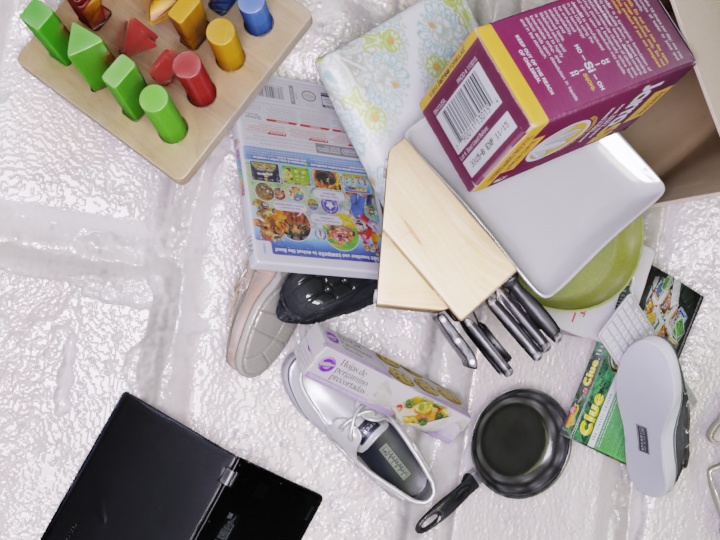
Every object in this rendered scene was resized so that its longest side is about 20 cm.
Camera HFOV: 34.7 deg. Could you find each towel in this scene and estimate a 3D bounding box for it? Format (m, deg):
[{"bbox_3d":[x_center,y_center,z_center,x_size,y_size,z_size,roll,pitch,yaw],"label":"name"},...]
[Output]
[{"bbox_3d":[0.062,-0.167,1.125,0.200,0.048,0.172,-36,104,-33],"label":"towel"}]

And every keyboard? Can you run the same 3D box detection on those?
[{"bbox_3d":[0.300,0.103,1.196,0.056,0.011,0.200,-53,129,-17],"label":"keyboard"}]

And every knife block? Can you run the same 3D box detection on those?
[{"bbox_3d":[0.101,-0.008,1.031,0.174,0.064,0.201,4,86,-1],"label":"knife block"}]

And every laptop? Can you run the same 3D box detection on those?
[{"bbox_3d":[-0.174,0.253,1.120,0.200,0.116,0.188,34,82,-42],"label":"laptop"}]

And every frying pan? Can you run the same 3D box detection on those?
[{"bbox_3d":[0.145,0.210,1.191,0.115,0.031,0.191,33,84,-15],"label":"frying pan"}]

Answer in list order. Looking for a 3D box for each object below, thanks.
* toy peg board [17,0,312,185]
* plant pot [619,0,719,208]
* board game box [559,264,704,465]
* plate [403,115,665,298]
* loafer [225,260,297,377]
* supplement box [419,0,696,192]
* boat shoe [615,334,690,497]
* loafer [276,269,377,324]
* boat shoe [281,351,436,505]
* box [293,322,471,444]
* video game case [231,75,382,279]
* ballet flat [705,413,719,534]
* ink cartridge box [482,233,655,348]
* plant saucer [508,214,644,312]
[{"bbox_3d":[-0.181,-0.221,1.027,0.200,0.098,0.200,36,82,10],"label":"toy peg board"},{"bbox_3d":[0.329,-0.190,1.156,0.176,0.200,0.201,-27,98,-27],"label":"plant pot"},{"bbox_3d":[0.288,0.098,1.218,0.104,0.023,0.201,28,83,-32],"label":"board game box"},{"bbox_3d":[0.163,-0.096,1.089,0.200,0.032,0.200,-38,84,-29],"label":"plate"},{"bbox_3d":[-0.085,0.004,1.119,0.072,0.063,0.201,30,83,-56],"label":"loafer"},{"bbox_3d":[0.174,-0.167,1.032,0.199,0.131,0.104,-24,77,-27],"label":"supplement box"},{"bbox_3d":[0.303,0.141,1.173,0.057,0.068,0.201,-33,131,-32],"label":"boat shoe"},{"bbox_3d":[0.000,0.000,1.120,0.200,0.070,0.068,-23,80,-39],"label":"loafer"},{"bbox_3d":[0.005,0.152,1.136,0.200,0.065,0.074,43,81,-12],"label":"boat shoe"},{"bbox_3d":[0.025,0.112,1.116,0.199,0.042,0.039,30,109,-33],"label":"box"},{"bbox_3d":[-0.049,-0.090,1.079,0.142,0.018,0.201,5,63,-31],"label":"video game case"},{"bbox_3d":[0.408,0.199,1.245,0.072,0.072,0.202,-1,90,-15],"label":"ballet flat"},{"bbox_3d":[0.187,-0.004,1.179,0.199,0.068,0.117,21,85,-13],"label":"ink cartridge box"},{"bbox_3d":[0.182,-0.052,1.121,0.199,0.031,0.201,7,70,-18],"label":"plant saucer"}]
